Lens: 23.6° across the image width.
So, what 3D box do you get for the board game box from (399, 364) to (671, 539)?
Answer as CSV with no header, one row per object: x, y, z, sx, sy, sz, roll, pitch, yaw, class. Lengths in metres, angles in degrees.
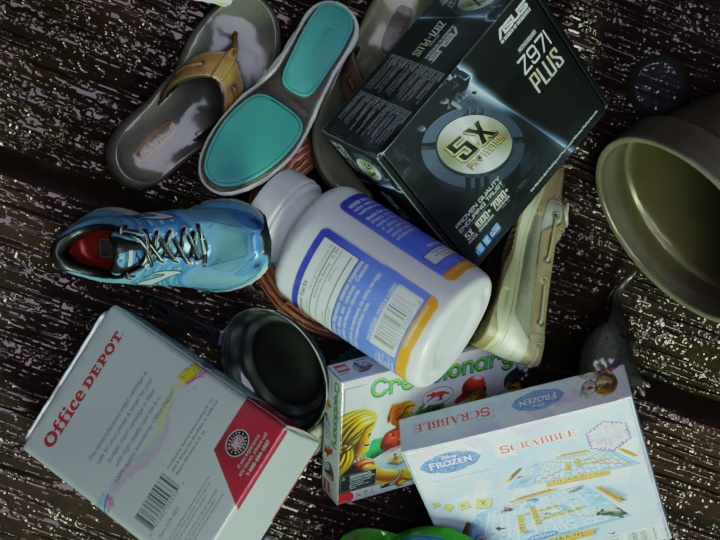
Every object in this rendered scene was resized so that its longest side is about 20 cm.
0.154,0.182,1.495,0.199,0.041,0.200,-14,132,8,board game box

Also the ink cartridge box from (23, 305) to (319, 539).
-0.158,0.144,1.436,0.199,0.083,0.146,33,90,25,ink cartridge box

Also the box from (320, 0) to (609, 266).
0.093,-0.130,1.460,0.200,0.086,0.164,-49,130,-10,box

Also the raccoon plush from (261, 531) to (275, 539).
-0.126,0.294,1.480,0.200,0.134,0.097,-38,103,-5,raccoon plush

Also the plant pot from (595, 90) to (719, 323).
0.336,-0.082,1.520,0.173,0.200,0.201,-40,103,-22,plant pot

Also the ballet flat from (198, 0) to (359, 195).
-0.068,-0.140,1.472,0.069,0.069,0.201,37,77,-13,ballet flat

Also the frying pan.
-0.099,0.080,1.476,0.031,0.189,0.116,-30,118,-47,frying pan

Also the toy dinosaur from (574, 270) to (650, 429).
0.220,0.097,1.543,0.077,0.102,0.201,28,91,28,toy dinosaur

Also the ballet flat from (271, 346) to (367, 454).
-0.016,0.116,1.526,0.199,0.068,0.063,-28,140,-14,ballet flat

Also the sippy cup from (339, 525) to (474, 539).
0.048,0.304,1.458,0.177,0.130,0.141,9,110,21,sippy cup

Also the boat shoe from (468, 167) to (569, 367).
0.149,-0.011,1.504,0.063,0.073,0.202,25,56,-12,boat shoe

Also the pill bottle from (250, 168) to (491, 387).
0.000,0.000,1.437,0.199,0.112,0.112,33,89,19,pill bottle

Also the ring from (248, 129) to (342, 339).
-0.003,-0.037,1.528,0.199,0.019,0.202,-1,96,-11,ring

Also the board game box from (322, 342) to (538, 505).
0.062,0.122,1.505,0.199,0.035,0.127,-13,122,-24,board game box

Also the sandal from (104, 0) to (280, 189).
-0.140,-0.151,1.469,0.200,0.055,0.082,-45,103,-6,sandal

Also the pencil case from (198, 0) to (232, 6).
-0.192,-0.276,1.429,0.199,0.091,0.084,9,108,-12,pencil case

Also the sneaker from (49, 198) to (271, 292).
-0.167,-0.013,1.421,0.199,0.090,0.079,-4,99,22,sneaker

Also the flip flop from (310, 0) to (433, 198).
0.016,-0.158,1.488,0.081,0.058,0.201,23,84,-10,flip flop
